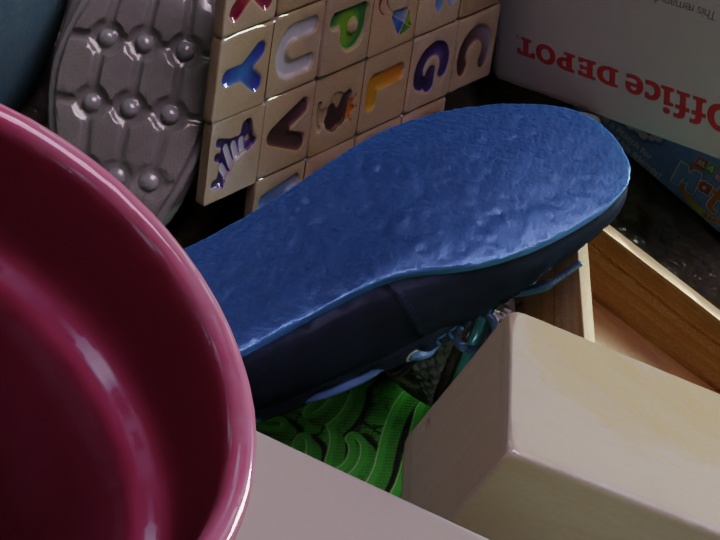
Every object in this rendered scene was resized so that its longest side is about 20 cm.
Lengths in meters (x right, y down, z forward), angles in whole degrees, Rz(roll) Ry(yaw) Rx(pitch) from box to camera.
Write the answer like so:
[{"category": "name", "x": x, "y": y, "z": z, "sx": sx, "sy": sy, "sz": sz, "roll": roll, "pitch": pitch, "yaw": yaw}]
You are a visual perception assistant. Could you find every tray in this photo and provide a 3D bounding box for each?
[{"category": "tray", "x": 0.137, "y": 0.066, "z": 1.016, "sx": 0.200, "sy": 0.037, "sz": 0.099, "roll": 35, "pitch": 36, "yaw": -30}]

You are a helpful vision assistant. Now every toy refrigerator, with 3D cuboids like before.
[{"category": "toy refrigerator", "x": 0.118, "y": 0.090, "z": 0.890, "sx": 0.199, "sy": 0.076, "sz": 0.070, "roll": 22, "pitch": 42, "yaw": -16}]

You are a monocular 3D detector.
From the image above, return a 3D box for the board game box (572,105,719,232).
[{"category": "board game box", "x": 0.205, "y": -0.075, "z": 1.252, "sx": 0.151, "sy": 0.037, "sz": 0.200, "roll": 41, "pitch": 40, "yaw": 7}]

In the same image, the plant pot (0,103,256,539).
[{"category": "plant pot", "x": -0.153, "y": 0.073, "z": 0.734, "sx": 0.199, "sy": 0.179, "sz": 0.201, "roll": 20, "pitch": 41, "yaw": -18}]

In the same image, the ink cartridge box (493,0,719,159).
[{"category": "ink cartridge box", "x": 0.156, "y": -0.170, "z": 1.110, "sx": 0.146, "sy": 0.201, "sz": 0.146, "roll": 23, "pitch": 35, "yaw": 36}]

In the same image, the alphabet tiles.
[{"category": "alphabet tiles", "x": 0.003, "y": -0.098, "z": 1.034, "sx": 0.006, "sy": 0.167, "sz": 0.200, "roll": 23, "pitch": 29, "yaw": 28}]

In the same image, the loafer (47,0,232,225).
[{"category": "loafer", "x": -0.074, "y": -0.107, "z": 1.008, "sx": 0.070, "sy": 0.070, "sz": 0.201, "roll": 12, "pitch": 85, "yaw": 2}]

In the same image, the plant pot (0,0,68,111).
[{"category": "plant pot", "x": -0.183, "y": -0.161, "z": 0.983, "sx": 0.199, "sy": 0.135, "sz": 0.201, "roll": 20, "pitch": 41, "yaw": -19}]

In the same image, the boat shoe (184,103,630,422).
[{"category": "boat shoe", "x": 0.000, "y": 0.000, "z": 0.944, "sx": 0.199, "sy": 0.069, "sz": 0.084, "roll": -19, "pitch": 56, "yaw": -13}]

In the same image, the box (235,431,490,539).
[{"category": "box", "x": 0.019, "y": 0.124, "z": 0.803, "sx": 0.199, "sy": 0.082, "sz": 0.068, "roll": 22, "pitch": 46, "yaw": 17}]

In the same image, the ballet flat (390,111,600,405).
[{"category": "ballet flat", "x": 0.043, "y": -0.020, "z": 1.057, "sx": 0.072, "sy": 0.072, "sz": 0.200, "roll": 37, "pitch": 36, "yaw": 2}]

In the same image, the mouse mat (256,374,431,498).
[{"category": "mouse mat", "x": -0.031, "y": 0.079, "z": 0.952, "sx": 0.161, "sy": 0.008, "sz": 0.200, "roll": 42, "pitch": 39, "yaw": 8}]
